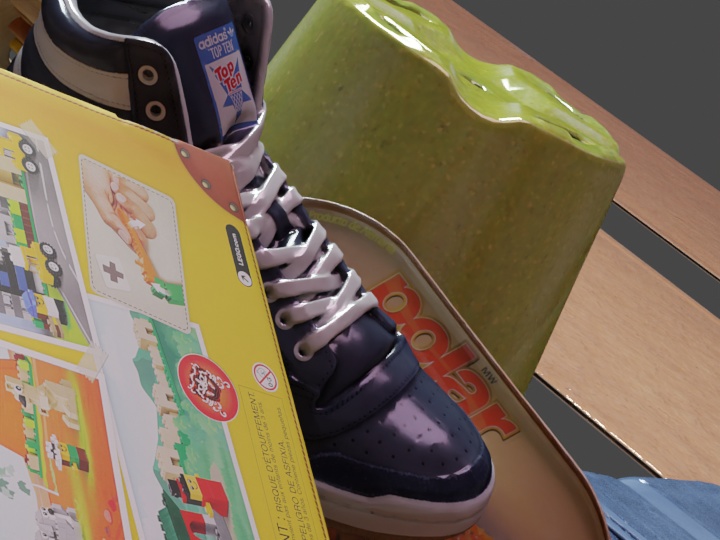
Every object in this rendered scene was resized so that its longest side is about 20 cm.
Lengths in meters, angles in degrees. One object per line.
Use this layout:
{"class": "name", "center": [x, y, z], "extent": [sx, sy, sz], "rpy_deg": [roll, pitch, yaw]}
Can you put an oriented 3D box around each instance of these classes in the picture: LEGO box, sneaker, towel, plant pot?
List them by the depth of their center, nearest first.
{"class": "LEGO box", "center": [-0.088, 0.048, 0.558], "extent": [0.148, 0.077, 0.201], "rpy_deg": [21, 41, -40]}
{"class": "sneaker", "center": [-0.031, -0.011, 0.687], "extent": [0.199, 0.109, 0.070], "rpy_deg": [35, 33, 12]}
{"class": "plant pot", "center": [0.000, 0.000, 0.874], "extent": [0.199, 0.185, 0.201], "rpy_deg": [29, 13, -8]}
{"class": "towel", "center": [0.139, 0.133, 1.009], "extent": [0.111, 0.049, 0.199], "rpy_deg": [39, 15, 30]}

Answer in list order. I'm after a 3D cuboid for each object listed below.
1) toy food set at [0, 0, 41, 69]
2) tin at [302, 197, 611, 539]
{"class": "toy food set", "center": [-0.114, -0.049, 1.035], "extent": [0.200, 0.060, 0.144], "rpy_deg": [41, -9, 50]}
{"class": "tin", "center": [0.002, 0.066, 0.743], "extent": [0.200, 0.112, 0.042], "rpy_deg": [53, -1, 24]}
